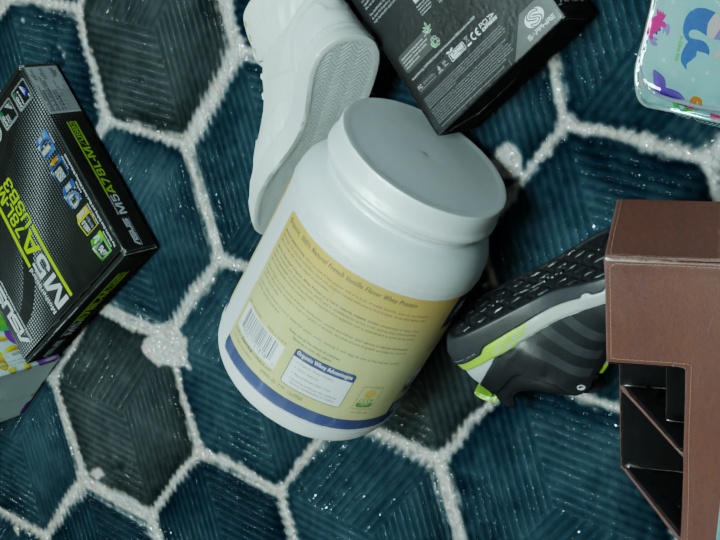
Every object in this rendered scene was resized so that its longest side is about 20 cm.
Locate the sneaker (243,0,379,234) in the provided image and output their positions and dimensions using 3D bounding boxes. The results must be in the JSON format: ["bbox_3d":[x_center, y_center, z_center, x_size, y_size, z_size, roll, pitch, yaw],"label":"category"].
[{"bbox_3d":[-0.048,-0.129,0.913,0.116,0.073,0.201,64,145,34],"label":"sneaker"}]

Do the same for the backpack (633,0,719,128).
[{"bbox_3d":[0.245,-0.143,0.624,0.198,0.150,0.180,21,112,28],"label":"backpack"}]

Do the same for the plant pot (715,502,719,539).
[{"bbox_3d":[0.303,0.100,0.644,0.198,0.141,0.143,10,108,27],"label":"plant pot"}]

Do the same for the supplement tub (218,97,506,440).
[{"bbox_3d":[0.000,0.000,0.848,0.144,0.144,0.201,44,124,21],"label":"supplement tub"}]

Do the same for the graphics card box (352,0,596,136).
[{"bbox_3d":[0.050,-0.206,0.818,0.125,0.051,0.201,-42,74,36],"label":"graphics card box"}]

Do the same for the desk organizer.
[{"bbox_3d":[0.183,0.061,0.715,0.076,0.072,0.202,3,122,17],"label":"desk organizer"}]

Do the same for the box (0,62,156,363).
[{"bbox_3d":[-0.290,-0.050,1.129,0.193,0.047,0.202,-39,76,35],"label":"box"}]

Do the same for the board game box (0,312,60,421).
[{"bbox_3d":[-0.398,0.045,1.200,0.201,0.104,0.103,53,126,14],"label":"board game box"}]

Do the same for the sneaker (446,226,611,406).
[{"bbox_3d":[0.146,0.034,0.806,0.199,0.072,0.083,-26,109,40],"label":"sneaker"}]
